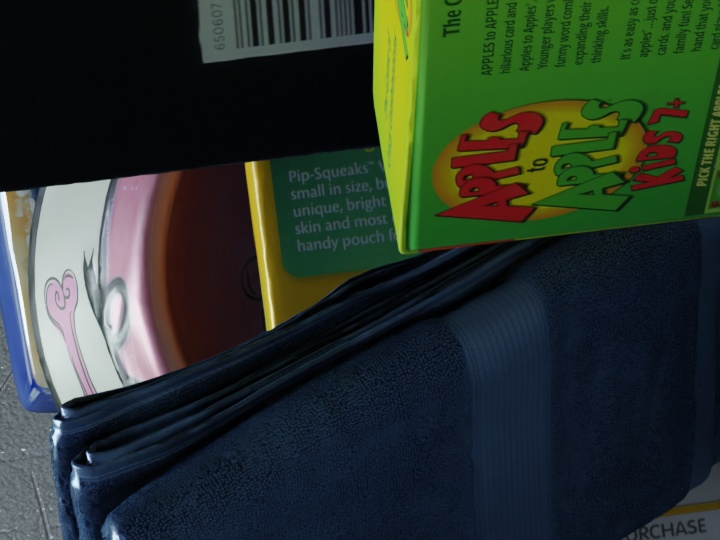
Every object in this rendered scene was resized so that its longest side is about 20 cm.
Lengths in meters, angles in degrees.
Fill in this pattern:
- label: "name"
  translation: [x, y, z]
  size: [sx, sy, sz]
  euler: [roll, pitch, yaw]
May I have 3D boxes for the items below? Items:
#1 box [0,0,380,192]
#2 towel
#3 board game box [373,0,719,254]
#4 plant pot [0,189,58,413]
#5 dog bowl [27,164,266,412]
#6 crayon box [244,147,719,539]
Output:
- label: "box"
  translation: [-0.016, -0.132, 0.682]
  size: [0.197, 0.200, 0.124]
  euler: [-103, 8, -52]
- label: "towel"
  translation: [0.016, 0.045, 0.636]
  size: [0.049, 0.200, 0.112]
  euler: [37, 143, 39]
- label: "board game box"
  translation: [0.056, -0.078, 0.501]
  size: [0.200, 0.101, 0.048]
  euler: [91, 171, -60]
- label: "plant pot"
  translation: [-0.058, -0.047, 1.078]
  size: [0.180, 0.200, 0.200]
  euler: [-55, -41, -72]
- label: "dog bowl"
  translation: [0.000, 0.000, 0.807]
  size: [0.074, 0.200, 0.200]
  euler: [171, 92, -70]
- label: "crayon box"
  translation: [0.036, 0.017, 0.734]
  size: [0.052, 0.126, 0.200]
  euler: [136, 127, -84]
